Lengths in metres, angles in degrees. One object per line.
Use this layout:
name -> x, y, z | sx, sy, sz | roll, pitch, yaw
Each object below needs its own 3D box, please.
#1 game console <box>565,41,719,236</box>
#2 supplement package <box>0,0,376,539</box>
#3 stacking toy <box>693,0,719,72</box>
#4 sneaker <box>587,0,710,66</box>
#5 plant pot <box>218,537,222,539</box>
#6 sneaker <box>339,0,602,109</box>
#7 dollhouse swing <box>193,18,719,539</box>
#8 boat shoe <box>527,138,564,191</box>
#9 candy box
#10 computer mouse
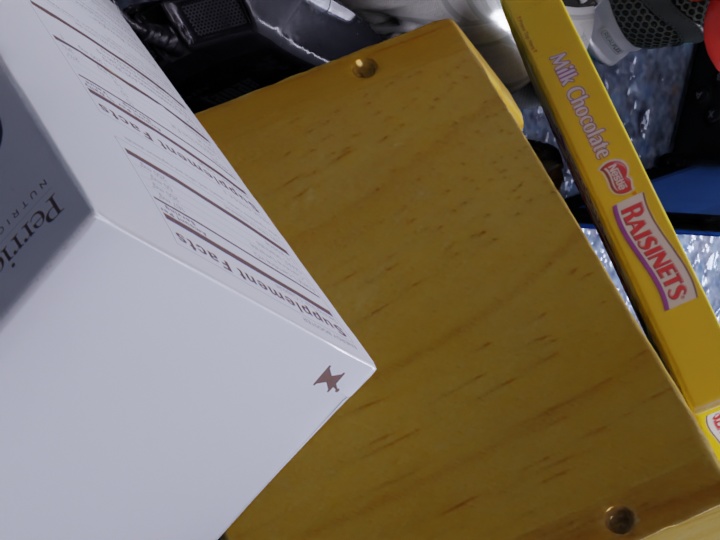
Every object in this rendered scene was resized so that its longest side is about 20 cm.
game console -> 0.205, -0.080, 0.914 | 0.118, 0.200, 0.171 | 25, 76, -46
supplement package -> -0.105, -0.011, 0.570 | 0.114, 0.200, 0.110 | -49, 135, 11
stacking toy -> 0.139, -0.167, 0.862 | 0.085, 0.085, 0.200 | -15, 77, -45
sneaker -> 0.171, -0.183, 0.946 | 0.078, 0.091, 0.200 | 37, 67, -43
plant pot -> 0.010, 0.153, 0.729 | 0.200, 0.134, 0.200 | -9, 113, -24
sneaker -> 0.035, -0.107, 0.828 | 0.200, 0.075, 0.081 | 2, 101, -47
dollhouse swing -> 0.031, 0.053, 0.685 | 0.182, 0.200, 0.176 | -22, 148, -9
boat shoe -> 0.000, 0.000, 0.804 | 0.200, 0.076, 0.074 | -24, 117, -34
candy box -> 0.107, -0.011, 0.768 | 0.102, 0.026, 0.200 | 62, 7, -56
computer mouse -> -0.030, -0.098, 0.717 | 0.200, 0.140, 0.046 | 18, 56, -44
